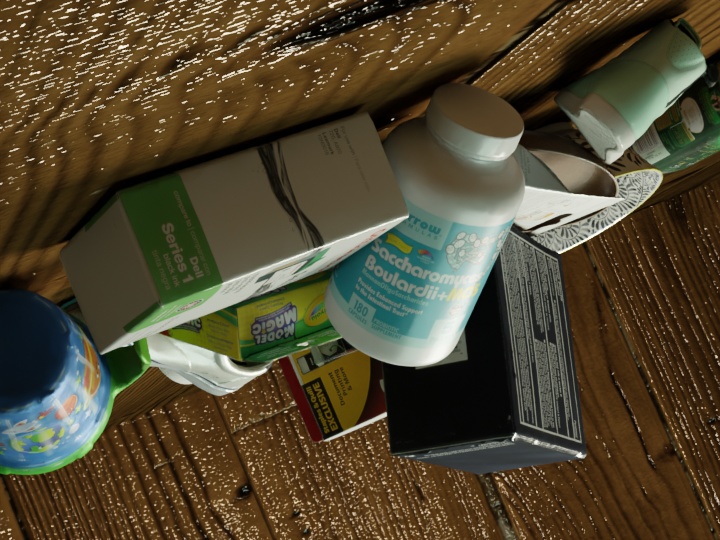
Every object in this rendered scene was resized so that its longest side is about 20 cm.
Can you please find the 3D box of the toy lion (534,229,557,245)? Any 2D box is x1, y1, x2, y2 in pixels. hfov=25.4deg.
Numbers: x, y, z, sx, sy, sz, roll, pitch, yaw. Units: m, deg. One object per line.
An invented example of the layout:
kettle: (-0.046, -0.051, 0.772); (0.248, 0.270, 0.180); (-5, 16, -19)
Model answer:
toy lion: (0.088, -0.011, 1.712); (0.201, 0.191, 0.069); (-64, -175, -11)

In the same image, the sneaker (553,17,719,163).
sneaker: (0.232, -0.153, 1.327); (0.118, 0.074, 0.200); (-42, -174, 2)

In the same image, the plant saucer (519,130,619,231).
plant saucer: (0.132, -0.082, 1.437); (0.199, 0.032, 0.200); (1, 162, 0)

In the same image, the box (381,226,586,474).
box: (0.107, 0.071, 1.427); (0.123, 0.201, 0.198); (-12, 163, 24)

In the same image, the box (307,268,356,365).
box: (0.000, 0.000, 1.479); (0.040, 0.137, 0.200); (-26, 175, 33)

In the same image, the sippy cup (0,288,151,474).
sippy cup: (-0.259, 0.076, 1.207); (0.178, 0.140, 0.130); (-47, 170, -15)

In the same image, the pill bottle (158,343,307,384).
pill bottle: (-0.110, 0.038, 1.524); (0.200, 0.112, 0.111); (-26, 174, 34)

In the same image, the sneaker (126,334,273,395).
sneaker: (-0.155, 0.050, 1.402); (0.071, 0.073, 0.200); (-28, 147, 26)

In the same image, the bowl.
bowl: (0.197, -0.088, 1.619); (0.200, 0.094, 0.201); (-23, 164, -7)

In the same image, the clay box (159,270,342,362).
clay box: (-0.099, 0.024, 1.285); (0.115, 0.048, 0.200); (-18, -160, -40)

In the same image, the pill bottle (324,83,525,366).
pill bottle: (0.052, -0.035, 1.177); (0.111, 0.111, 0.201); (-18, 140, -45)

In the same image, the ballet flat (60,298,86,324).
ballet flat: (-0.239, 0.068, 1.461); (0.068, 0.073, 0.200); (-22, 175, -11)

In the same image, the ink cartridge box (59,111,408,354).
ink cartridge box: (-0.087, -0.026, 1.099); (0.199, 0.085, 0.146); (-20, 175, -29)

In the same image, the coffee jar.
coffee jar: (0.380, -0.175, 1.683); (0.104, 0.086, 0.200); (-16, 172, -37)

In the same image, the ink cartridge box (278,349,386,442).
ink cartridge box: (-0.027, 0.064, 1.640); (0.175, 0.201, 0.084); (-26, 173, 19)

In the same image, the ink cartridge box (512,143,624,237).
ink cartridge box: (0.105, -0.068, 1.393); (0.199, 0.050, 0.162); (1, 164, -38)
